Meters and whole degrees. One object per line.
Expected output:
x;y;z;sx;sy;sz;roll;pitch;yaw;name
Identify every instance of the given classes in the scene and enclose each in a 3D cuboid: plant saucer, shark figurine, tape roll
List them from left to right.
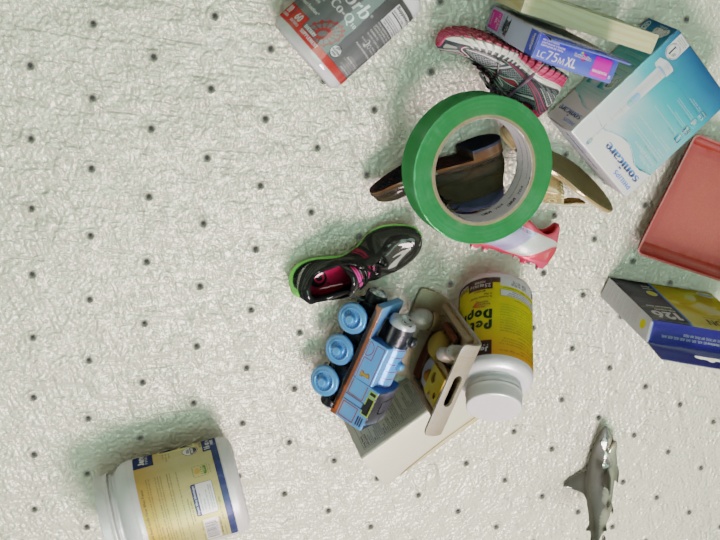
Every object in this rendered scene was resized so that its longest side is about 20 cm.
0.156;-0.137;1.425;0.200;0.048;0.201;-6;108;-18;tape roll
0.375;0.376;1.767;0.089;0.215;0.128;5;152;21;shark figurine
0.537;-0.094;1.641;0.200;0.037;0.200;16;108;-23;plant saucer

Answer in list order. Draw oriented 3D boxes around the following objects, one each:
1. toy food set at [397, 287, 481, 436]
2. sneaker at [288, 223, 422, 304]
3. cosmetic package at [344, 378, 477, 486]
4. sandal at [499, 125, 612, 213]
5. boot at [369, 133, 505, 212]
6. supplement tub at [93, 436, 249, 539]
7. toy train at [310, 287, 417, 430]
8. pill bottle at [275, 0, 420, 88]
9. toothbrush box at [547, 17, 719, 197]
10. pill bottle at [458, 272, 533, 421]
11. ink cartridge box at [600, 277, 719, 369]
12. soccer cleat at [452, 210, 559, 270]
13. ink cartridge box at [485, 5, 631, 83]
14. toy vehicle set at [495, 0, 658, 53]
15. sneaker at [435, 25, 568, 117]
0.096;0.125;1.515;0.060;0.200;0.144;16;108;-18;toy food set
0.000;0.000;1.498;0.200;0.084;0.077;-25;118;-4;sneaker
0.085;0.219;1.610;0.200;0.104;0.073;-36;119;3;cosmetic package
0.264;-0.132;1.535;0.212;0.078;0.070;34;121;-24;sandal
0.115;-0.111;1.488;0.200;0.075;0.097;-21;114;-8;boot
-0.270;0.329;1.531;0.200;0.144;0.144;-14;116;-11;supplement tub
0.010;0.125;1.533;0.114;0.087;0.200;31;110;19;toy train
0.001;-0.333;1.333;0.200;0.116;0.116;-42;118;4;pill bottle
0.391;-0.229;1.510;0.200;0.085;0.146;-45;118;5;toothbrush box
0.192;0.109;1.528;0.109;0.200;0.109;4;144;3;pill bottle
0.493;0.081;1.612;0.198;0.200;0.047;10;111;-20;ink cartridge box
0.200;-0.060;1.544;0.200;0.067;0.077;18;99;-25;soccer cleat
0.250;-0.289;1.377;0.119;0.200;0.042;13;108;-20;ink cartridge box
0.277;-0.336;1.408;0.200;0.124;0.027;12;109;-21;toy vehicle set
0.186;-0.268;1.436;0.200;0.081;0.075;21;108;-24;sneaker
